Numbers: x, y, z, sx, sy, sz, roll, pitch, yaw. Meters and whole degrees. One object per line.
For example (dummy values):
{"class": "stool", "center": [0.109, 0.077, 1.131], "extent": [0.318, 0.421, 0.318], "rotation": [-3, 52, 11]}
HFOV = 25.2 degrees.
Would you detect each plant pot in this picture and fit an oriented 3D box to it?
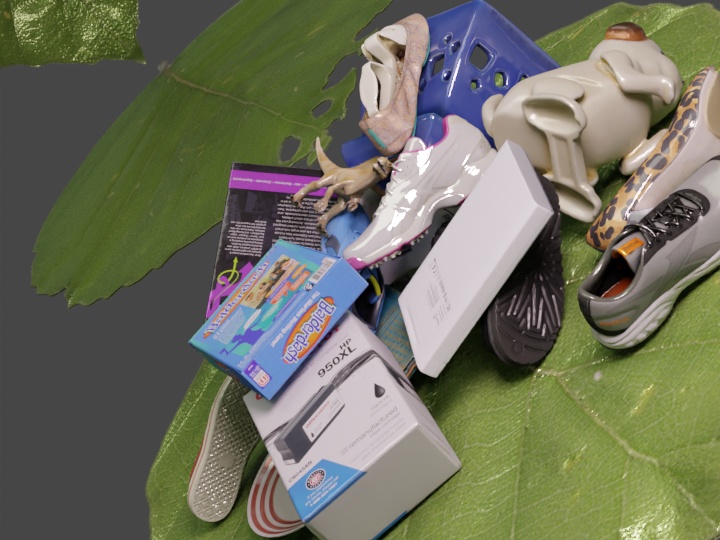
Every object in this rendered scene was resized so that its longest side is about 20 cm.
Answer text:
{"class": "plant pot", "center": [0.109, -0.154, 1.792], "extent": [0.199, 0.199, 0.181], "rotation": [-13, 46, 52]}

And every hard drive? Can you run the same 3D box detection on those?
{"class": "hard drive", "center": [0.107, -0.012, 1.541], "extent": [0.201, 0.027, 0.132], "rotation": [-57, 23, 23]}

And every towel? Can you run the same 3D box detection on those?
{"class": "towel", "center": [-0.002, 0.110, 1.683], "extent": [0.200, 0.022, 0.146], "rotation": [-50, 31, -6]}

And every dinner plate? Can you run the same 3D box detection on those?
{"class": "dinner plate", "center": [-0.040, 0.199, 1.680], "extent": [0.200, 0.024, 0.201], "rotation": [-39, 23, 20]}

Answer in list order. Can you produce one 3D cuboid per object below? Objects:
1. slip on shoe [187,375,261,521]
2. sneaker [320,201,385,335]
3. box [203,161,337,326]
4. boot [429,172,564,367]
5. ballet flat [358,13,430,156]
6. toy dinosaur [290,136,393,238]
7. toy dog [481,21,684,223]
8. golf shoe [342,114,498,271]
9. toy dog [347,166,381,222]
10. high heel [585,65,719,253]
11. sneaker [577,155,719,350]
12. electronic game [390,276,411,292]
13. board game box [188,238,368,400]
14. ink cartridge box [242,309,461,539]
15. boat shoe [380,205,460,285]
{"class": "slip on shoe", "center": [-0.142, 0.179, 1.791], "extent": [0.202, 0.073, 0.061], "rotation": [-68, 16, 2]}
{"class": "sneaker", "center": [0.000, 0.000, 1.706], "extent": [0.078, 0.066, 0.202], "rotation": [-34, 39, 40]}
{"class": "box", "center": [-0.089, -0.017, 1.789], "extent": [0.036, 0.141, 0.202], "rotation": [71, -154, -68]}
{"class": "boot", "center": [0.130, 0.018, 1.600], "extent": [0.158, 0.079, 0.213], "rotation": [-36, 37, 51]}
{"class": "ballet flat", "center": [0.032, -0.212, 1.704], "extent": [0.068, 0.067, 0.201], "rotation": [-33, 37, 37]}
{"class": "toy dinosaur", "center": [-0.021, -0.091, 1.730], "extent": [0.101, 0.058, 0.200], "rotation": [-43, 22, -13]}
{"class": "toy dog", "center": [0.242, -0.162, 1.638], "extent": [0.199, 0.141, 0.193], "rotation": [-34, 28, -27]}
{"class": "golf shoe", "center": [0.051, -0.079, 1.648], "extent": [0.199, 0.092, 0.075], "rotation": [-38, 4, -9]}
{"class": "toy dog", "center": [0.014, -0.060, 1.908], "extent": [0.133, 0.096, 0.200], "rotation": [-61, -8, 8]}
{"class": "high heel", "center": [0.282, -0.107, 1.546], "extent": [0.142, 0.071, 0.201], "rotation": [-19, 43, 38]}
{"class": "sneaker", "center": [0.267, -0.023, 1.409], "extent": [0.201, 0.079, 0.074], "rotation": [-50, 44, -4]}
{"class": "electronic game", "center": [-0.019, 0.073, 1.828], "extent": [0.199, 0.042, 0.200], "rotation": [-33, 21, 14]}
{"class": "board game box", "center": [-0.088, 0.045, 1.647], "extent": [0.152, 0.045, 0.200], "rotation": [-49, 20, -9]}
{"class": "ink cartridge box", "center": [-0.013, 0.154, 1.555], "extent": [0.144, 0.084, 0.200], "rotation": [-41, 38, 5]}
{"class": "boat shoe", "center": [0.049, -0.030, 1.788], "extent": [0.065, 0.073, 0.199], "rotation": [-21, -4, -43]}
